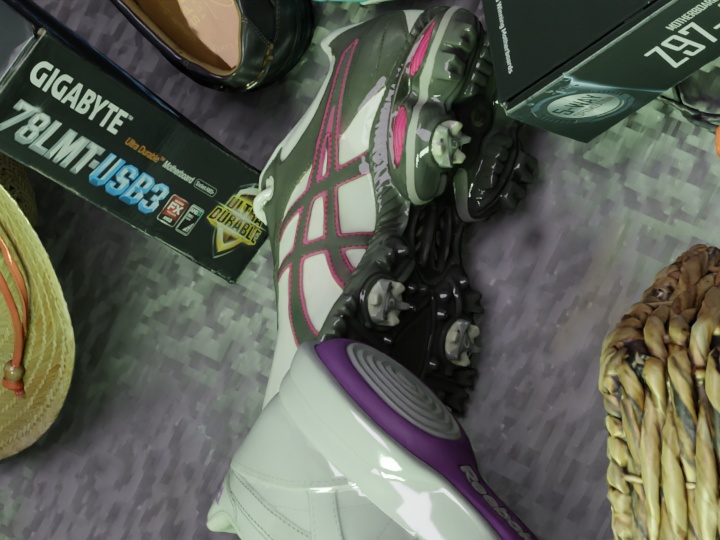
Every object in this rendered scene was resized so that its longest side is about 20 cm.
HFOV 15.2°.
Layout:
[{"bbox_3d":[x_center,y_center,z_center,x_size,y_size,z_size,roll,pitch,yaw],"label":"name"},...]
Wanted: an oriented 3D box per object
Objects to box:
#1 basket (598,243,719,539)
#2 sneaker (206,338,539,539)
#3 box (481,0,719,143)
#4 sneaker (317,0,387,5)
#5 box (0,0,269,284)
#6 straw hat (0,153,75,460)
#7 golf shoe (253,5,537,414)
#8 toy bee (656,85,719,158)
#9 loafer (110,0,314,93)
[{"bbox_3d":[0.162,0.094,0.791,0.148,0.143,0.202,-4,104,23],"label":"basket"},{"bbox_3d":[0.023,0.117,0.855,0.100,0.075,0.200,-50,55,17],"label":"sneaker"},{"bbox_3d":[0.102,-0.169,0.941,0.160,0.043,0.201,-33,54,41],"label":"box"},{"bbox_3d":[-0.019,-0.193,0.988,0.079,0.078,0.201,-16,101,11],"label":"sneaker"},{"bbox_3d":[-0.143,-0.086,0.986,0.200,0.198,0.050,37,93,28],"label":"box"},{"bbox_3d":[-0.173,-0.020,1.039,0.200,0.202,0.085,10,39,26],"label":"straw hat"},{"bbox_3d":[0.000,0.000,0.978,0.088,0.077,0.201,9,73,42],"label":"golf shoe"},{"bbox_3d":[0.152,-0.012,0.885,0.199,0.109,0.132,28,89,28],"label":"toy bee"},{"bbox_3d":[-0.093,-0.150,1.003,0.073,0.072,0.200,-43,94,12],"label":"loafer"}]
